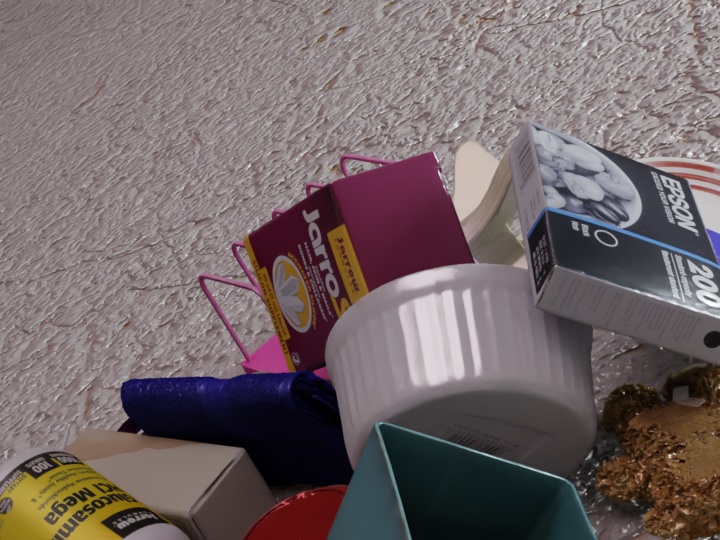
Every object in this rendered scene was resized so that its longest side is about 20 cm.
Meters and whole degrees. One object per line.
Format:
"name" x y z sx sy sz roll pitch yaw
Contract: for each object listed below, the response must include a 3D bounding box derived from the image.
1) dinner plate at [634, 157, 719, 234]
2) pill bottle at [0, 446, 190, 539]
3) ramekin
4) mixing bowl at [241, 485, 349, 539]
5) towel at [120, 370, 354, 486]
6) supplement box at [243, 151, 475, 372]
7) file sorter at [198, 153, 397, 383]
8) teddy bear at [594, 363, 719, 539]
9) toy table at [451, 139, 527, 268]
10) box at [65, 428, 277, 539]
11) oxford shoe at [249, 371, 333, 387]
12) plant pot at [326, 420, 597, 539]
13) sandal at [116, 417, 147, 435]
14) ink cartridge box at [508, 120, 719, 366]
"dinner plate" 0.271 -0.024 1.265 0.199 0.024 0.201 3 42 -3
"pill bottle" -0.195 0.222 1.175 0.200 0.113 0.112 26 57 34
"ramekin" 0.077 0.092 1.134 0.200 0.201 0.098 -19 51 16
"mixing bowl" -0.021 0.225 1.097 0.199 0.109 0.200 -21 30 13
"towel" -0.084 0.124 1.275 0.199 0.148 0.050 -5 51 38
"supplement box" 0.000 0.000 1.264 0.103 0.131 0.200 -17 -5 -27
"file sorter" -0.029 -0.001 1.448 0.200 0.126 0.139 -41 27 -22
"teddy bear" 0.232 0.127 1.095 0.145 0.067 0.200 -24 20 -12
"toy table" 0.111 -0.025 1.332 0.117 0.184 0.200 -41 70 -10
"box" -0.166 0.195 1.290 0.199 0.095 0.078 2 40 41
"oxford shoe" -0.044 0.114 1.336 0.199 0.075 0.058 -7 38 43
"plant pot" 0.040 0.226 0.943 0.201 0.141 0.141 -63 20 21
"sandal" -0.209 0.166 1.421 0.200 0.048 0.075 -27 28 3
"ink cartridge box" 0.211 -0.015 1.143 0.198 0.199 0.043 -92 25 -55
